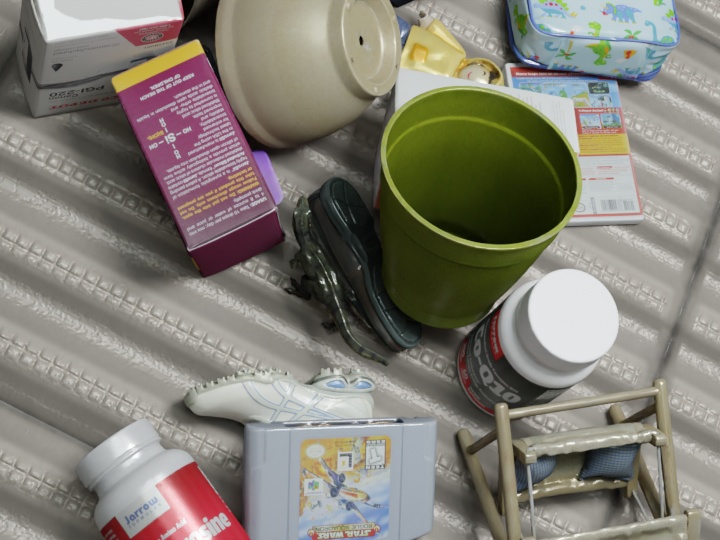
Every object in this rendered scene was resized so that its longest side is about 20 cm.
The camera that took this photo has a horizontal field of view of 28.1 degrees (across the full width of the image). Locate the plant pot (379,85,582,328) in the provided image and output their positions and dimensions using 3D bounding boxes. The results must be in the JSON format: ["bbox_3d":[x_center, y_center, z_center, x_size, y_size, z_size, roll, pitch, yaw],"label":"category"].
[{"bbox_3d":[0.101,-0.046,1.452,0.198,0.194,0.202,6,53,-8],"label":"plant pot"}]

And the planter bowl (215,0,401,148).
[{"bbox_3d":[-0.040,-0.236,1.515,0.200,0.134,0.202,12,76,-57],"label":"planter bowl"}]

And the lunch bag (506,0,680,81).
[{"bbox_3d":[0.273,-0.312,1.704,0.198,0.083,0.162,2,60,-14],"label":"lunch bag"}]

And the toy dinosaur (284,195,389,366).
[{"bbox_3d":[-0.036,0.025,1.502,0.047,0.088,0.201,-25,80,-22],"label":"toy dinosaur"}]

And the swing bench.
[{"bbox_3d":[0.227,0.234,1.478,0.197,0.130,0.202,-7,73,-18],"label":"swing bench"}]

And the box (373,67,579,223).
[{"bbox_3d":[0.122,-0.127,1.556,0.198,0.125,0.098,9,42,-5],"label":"box"}]

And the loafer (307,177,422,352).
[{"bbox_3d":[0.000,0.000,1.547,0.072,0.063,0.201,-16,77,-52],"label":"loafer"}]

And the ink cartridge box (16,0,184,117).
[{"bbox_3d":[-0.270,-0.239,1.471,0.144,0.200,0.086,-13,80,-19],"label":"ink cartridge box"}]

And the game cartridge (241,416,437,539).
[{"bbox_3d":[-0.019,0.216,1.439,0.198,0.041,0.135,-1,93,-16],"label":"game cartridge"}]

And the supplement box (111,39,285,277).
[{"bbox_3d":[-0.165,-0.113,1.485,0.102,0.131,0.201,-25,78,-5],"label":"supplement box"}]

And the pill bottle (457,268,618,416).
[{"bbox_3d":[0.181,0.076,1.482,0.113,0.200,0.115,5,69,-13],"label":"pill bottle"}]

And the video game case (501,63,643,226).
[{"bbox_3d":[0.247,-0.148,1.681,0.142,0.017,0.202,-2,72,-16],"label":"video game case"}]

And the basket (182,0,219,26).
[{"bbox_3d":[-0.151,-0.365,1.580,0.199,0.180,0.137,-32,85,-34],"label":"basket"}]

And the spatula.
[{"bbox_3d":[-0.143,-0.158,1.574,0.056,0.021,0.201,-20,75,-9],"label":"spatula"}]

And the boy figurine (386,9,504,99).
[{"bbox_3d":[0.071,-0.237,1.640,0.199,0.065,0.125,29,63,0],"label":"boy figurine"}]

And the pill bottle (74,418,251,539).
[{"bbox_3d":[-0.181,0.246,1.370,0.112,0.112,0.201,-34,82,-23],"label":"pill bottle"}]

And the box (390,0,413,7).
[{"bbox_3d":[0.025,-0.431,1.613,0.200,0.117,0.199,18,57,-58],"label":"box"}]

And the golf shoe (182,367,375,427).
[{"bbox_3d":[-0.079,0.150,1.456,0.198,0.078,0.098,1,77,-14],"label":"golf shoe"}]
